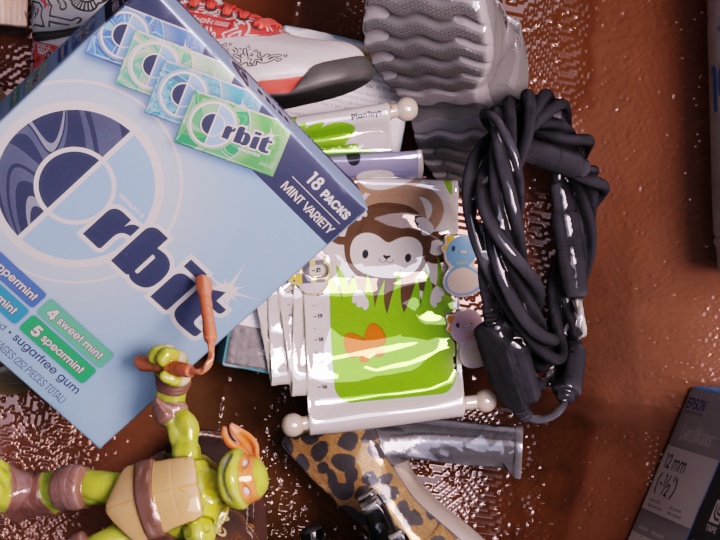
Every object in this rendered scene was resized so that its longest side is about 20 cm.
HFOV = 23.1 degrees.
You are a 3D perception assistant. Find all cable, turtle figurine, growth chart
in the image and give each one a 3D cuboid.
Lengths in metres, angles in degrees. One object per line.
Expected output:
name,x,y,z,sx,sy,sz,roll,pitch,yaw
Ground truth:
cable,0.105,-0.021,0.994,0.051,0.200,0.163,6,50,26
turtle figurine,-0.113,0.113,0.920,0.161,0.064,0.200,-14,76,13
growth chart,0.000,0.000,0.997,0.144,0.018,0.200,-15,102,-5

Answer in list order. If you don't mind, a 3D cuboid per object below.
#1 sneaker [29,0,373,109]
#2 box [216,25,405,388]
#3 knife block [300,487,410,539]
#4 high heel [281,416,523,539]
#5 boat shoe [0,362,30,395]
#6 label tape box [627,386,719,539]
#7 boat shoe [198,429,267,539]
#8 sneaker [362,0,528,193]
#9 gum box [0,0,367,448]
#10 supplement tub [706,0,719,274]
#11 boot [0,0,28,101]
sneaker,-0.095,-0.140,0.986,0.201,0.067,0.108,-6,88,18
box,-0.026,-0.036,1.036,0.082,0.049,0.200,11,89,-10
knife block,0.017,0.231,0.995,0.064,0.200,0.176,-14,53,-3
high heel,0.018,0.180,1.047,0.142,0.071,0.200,5,94,4
boat shoe,-0.149,-0.013,1.006,0.201,0.066,0.072,-42,116,-4
label tape box,0.231,0.117,1.034,0.066,0.143,0.200,22,87,-10
boat shoe,-0.088,0.166,0.966,0.070,0.070,0.200,0,49,0
sneaker,0.054,-0.130,0.997,0.075,0.200,0.082,11,59,19
gum box,-0.126,-0.029,0.931,0.200,0.045,0.170,-41,112,8
supplement tub,0.273,-0.098,1.047,0.132,0.132,0.200,-2,90,-10
boot,-0.266,-0.092,0.985,0.154,0.074,0.200,2,78,-11
